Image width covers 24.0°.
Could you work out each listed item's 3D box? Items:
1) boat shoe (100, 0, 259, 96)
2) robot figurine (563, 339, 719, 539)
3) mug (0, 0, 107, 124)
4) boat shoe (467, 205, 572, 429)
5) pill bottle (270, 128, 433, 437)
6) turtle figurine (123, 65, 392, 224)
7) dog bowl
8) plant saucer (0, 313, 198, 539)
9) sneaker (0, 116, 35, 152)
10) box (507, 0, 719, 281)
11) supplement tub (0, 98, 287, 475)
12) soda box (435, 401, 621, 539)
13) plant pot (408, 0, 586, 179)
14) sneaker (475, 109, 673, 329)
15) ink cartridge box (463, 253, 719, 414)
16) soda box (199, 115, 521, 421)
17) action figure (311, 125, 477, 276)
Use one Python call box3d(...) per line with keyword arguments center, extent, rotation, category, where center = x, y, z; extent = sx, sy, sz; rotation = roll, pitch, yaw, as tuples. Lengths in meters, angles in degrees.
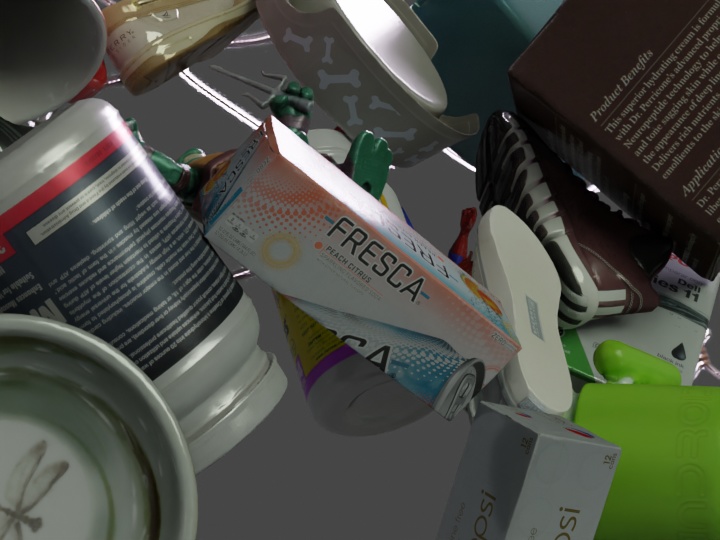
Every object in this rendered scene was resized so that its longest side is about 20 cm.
box3d(center=(-0.125, -0.192, 1.239), extent=(0.069, 0.074, 0.200), rotation=(51, 32, -2), category="boat shoe")
box3d(center=(0.181, 0.132, 1.095), extent=(0.116, 0.199, 0.176), rotation=(49, 43, -64), category="robot figurine")
box3d(center=(-0.255, -0.199, 1.122), extent=(0.133, 0.178, 0.200), rotation=(-18, 58, -10), category="mug")
box3d(center=(0.094, 0.038, 1.119), extent=(0.072, 0.068, 0.200), rotation=(33, 32, -32), category="boat shoe")
box3d(center=(-0.010, 0.004, 1.150), extent=(0.104, 0.104, 0.201), rotation=(8, 51, -38), category="pill bottle")
box3d(center=(-0.080, -0.072, 1.106), extent=(0.149, 0.200, 0.101), rotation=(-26, 114, -35), category="turtle figurine")
box3d(center=(0.002, -0.160, 1.240), extent=(0.200, 0.059, 0.200), rotation=(45, 19, -20), category="dog bowl")
box3d(center=(-0.186, 0.124, 0.875), extent=(0.199, 0.050, 0.201), rotation=(1, 84, -13), category="plant saucer")
box3d(center=(-0.178, -0.047, 1.065), extent=(0.200, 0.077, 0.084), rotation=(32, 43, -18), category="sneaker")
box3d(center=(0.236, -0.125, 1.232), extent=(0.200, 0.166, 0.164), rotation=(42, 0, 12), category="box")
box3d(center=(-0.146, 0.018, 0.957), extent=(0.200, 0.140, 0.140), rotation=(55, 36, -11), category="supplement tub")
box3d(center=(0.083, 0.184, 1.003), extent=(0.068, 0.201, 0.064), rotation=(13, 7, -33), category="soda box")
box3d(center=(0.132, -0.166, 1.415), extent=(0.200, 0.141, 0.141), rotation=(47, 37, -8), category="plant pot")
box3d(center=(0.162, -0.036, 1.249), extent=(0.115, 0.076, 0.201), rotation=(1, 49, -23), category="sneaker")
box3d(center=(0.179, 0.050, 1.268), extent=(0.146, 0.083, 0.200), rotation=(23, 38, 5), category="ink cartridge box")
box3d(center=(0.000, 0.000, 0.999), extent=(0.200, 0.068, 0.064), rotation=(38, 16, -22), category="soda box")
box3d(center=(0.042, -0.036, 1.244), extent=(0.065, 0.099, 0.200), rotation=(-24, 76, -50), category="action figure")
